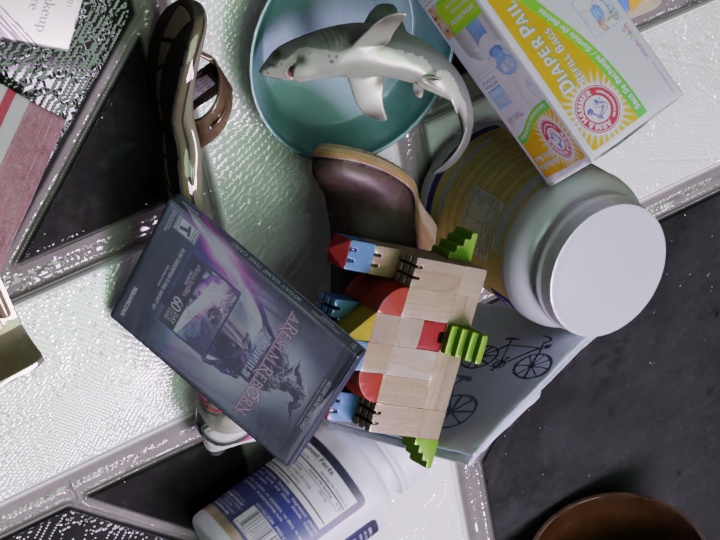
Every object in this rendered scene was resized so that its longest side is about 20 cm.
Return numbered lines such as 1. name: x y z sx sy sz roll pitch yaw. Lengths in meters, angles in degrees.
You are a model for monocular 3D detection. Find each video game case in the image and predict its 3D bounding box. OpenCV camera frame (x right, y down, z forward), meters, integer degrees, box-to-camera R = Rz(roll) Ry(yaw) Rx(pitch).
1. video game case: -0.102 0.050 1.610 0.019 0.200 0.143 -37 163 -50

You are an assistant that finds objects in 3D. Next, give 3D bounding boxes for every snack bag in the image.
1. snack bag: 0.094 0.093 1.762 0.200 0.189 0.021 -42 121 -31

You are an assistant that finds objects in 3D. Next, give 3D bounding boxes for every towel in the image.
1. towel: -0.330 -0.094 1.476 0.200 0.023 0.144 30 75 -30

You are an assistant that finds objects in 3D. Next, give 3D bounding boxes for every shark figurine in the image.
1. shark figurine: 0.037 -0.175 1.642 0.214 0.090 0.128 23 132 -31

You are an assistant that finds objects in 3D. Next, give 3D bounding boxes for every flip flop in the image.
1. flip flop: -0.131 -0.127 1.592 0.058 0.081 0.200 -12 123 -18

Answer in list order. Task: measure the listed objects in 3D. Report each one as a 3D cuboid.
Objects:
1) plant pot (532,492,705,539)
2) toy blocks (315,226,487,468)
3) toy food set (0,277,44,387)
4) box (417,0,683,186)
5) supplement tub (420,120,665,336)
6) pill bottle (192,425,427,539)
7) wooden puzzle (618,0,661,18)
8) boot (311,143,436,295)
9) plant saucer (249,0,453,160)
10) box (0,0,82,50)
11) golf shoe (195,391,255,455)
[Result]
1. plant pot: 0.269 0.363 2.050 0.187 0.187 0.200 -30 140 -18
2. toy blocks: 0.018 0.055 1.633 0.137 0.100 0.200 10 99 -37
3. toy food set: -0.343 0.024 1.541 0.143 0.060 0.200 -29 125 -18
4. box: 0.153 -0.184 1.628 0.101 0.112 0.200 -36 93 -16
5. supplement tub: 0.159 -0.037 1.749 0.145 0.200 0.145 -14 119 -27
6. pill bottle: -0.042 0.211 1.796 0.200 0.111 0.111 -35 127 -14
7. wooden puzzle: 0.187 -0.282 1.747 0.200 0.046 0.185 -26 124 -20
8. boot: 0.000 0.000 1.677 0.200 0.072 0.166 42 62 -52
9. plant saucer: -0.012 -0.190 1.669 0.200 0.036 0.200 -14 119 -28
10. box: -0.303 -0.221 1.443 0.200 0.068 0.082 6 109 -34
11. golf shoe: -0.058 0.102 1.766 0.200 0.073 0.092 -17 139 -25
